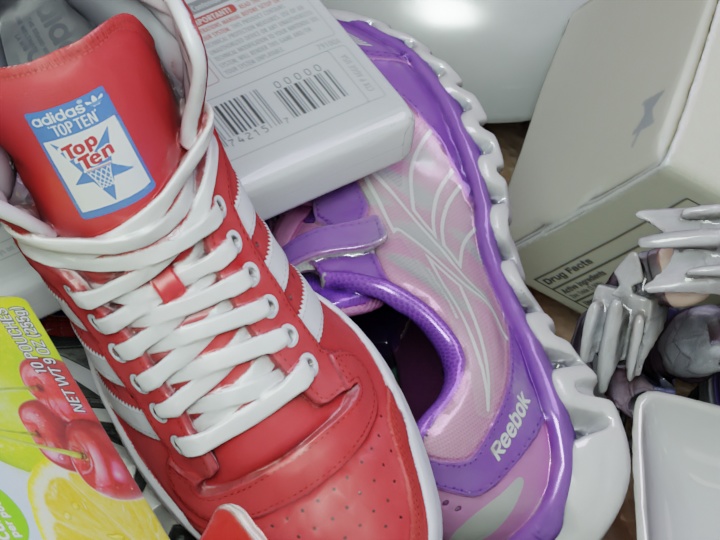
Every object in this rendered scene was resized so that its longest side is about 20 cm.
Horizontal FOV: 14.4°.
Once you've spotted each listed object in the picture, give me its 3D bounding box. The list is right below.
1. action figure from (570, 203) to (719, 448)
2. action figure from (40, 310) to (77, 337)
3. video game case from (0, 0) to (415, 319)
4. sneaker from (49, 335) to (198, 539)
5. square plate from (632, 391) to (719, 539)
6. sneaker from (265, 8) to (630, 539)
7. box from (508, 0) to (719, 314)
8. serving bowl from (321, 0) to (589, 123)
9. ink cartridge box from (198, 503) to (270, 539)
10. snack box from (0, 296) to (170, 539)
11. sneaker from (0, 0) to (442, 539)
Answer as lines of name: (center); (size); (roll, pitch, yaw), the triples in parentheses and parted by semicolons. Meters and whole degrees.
action figure: (0.124, 0.024, 0.869); (0.130, 0.200, 0.070); (13, 71, -7)
action figure: (-0.084, -0.003, 0.873); (0.200, 0.052, 0.066); (0, 62, -35)
video game case: (-0.115, -0.061, 0.809); (0.200, 0.023, 0.182); (-25, 58, -23)
sneaker: (-0.051, 0.062, 0.794); (0.200, 0.067, 0.091); (25, 35, -4)
square plate: (0.159, 0.148, 0.821); (0.200, 0.028, 0.199); (15, 61, -22)
sneaker: (0.000, 0.000, 0.826); (0.088, 0.080, 0.200); (8, 46, -47)
box: (0.166, -0.020, 0.970); (0.200, 0.128, 0.109); (28, 65, -17)
serving bowl: (0.038, -0.141, 1.080); (0.200, 0.066, 0.200); (3, 42, -2)
ink cartridge box: (0.029, 0.152, 0.687); (0.200, 0.116, 0.067); (46, 37, 22)
snack box: (-0.092, 0.090, 0.585); (0.142, 0.053, 0.200); (1, 43, -44)
sneaker: (-0.045, 0.000, 0.694); (0.200, 0.071, 0.112); (57, -4, 3)
